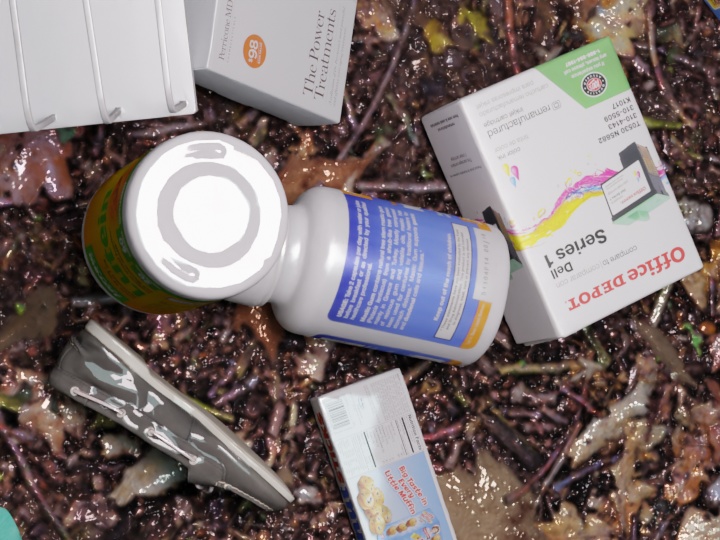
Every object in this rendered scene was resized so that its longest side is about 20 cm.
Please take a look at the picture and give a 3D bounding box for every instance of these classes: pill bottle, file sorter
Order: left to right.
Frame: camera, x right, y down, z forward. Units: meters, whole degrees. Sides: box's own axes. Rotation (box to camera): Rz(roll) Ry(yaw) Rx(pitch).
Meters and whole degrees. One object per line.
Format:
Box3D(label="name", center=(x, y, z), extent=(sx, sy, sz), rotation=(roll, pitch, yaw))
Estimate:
Box3D(label="file sorter", center=(-0.218, -0.160, 1.290), extent=(0.199, 0.125, 0.139), rotation=(-6, 98, -1))
Box3D(label="pill bottle", center=(-0.130, -0.027, 1.343), extent=(0.111, 0.200, 0.111), rotation=(2, 84, -20))
Box3D(label="pill bottle", center=(0.000, 0.000, 1.437), extent=(0.200, 0.112, 0.112), rotation=(13, 80, -19))

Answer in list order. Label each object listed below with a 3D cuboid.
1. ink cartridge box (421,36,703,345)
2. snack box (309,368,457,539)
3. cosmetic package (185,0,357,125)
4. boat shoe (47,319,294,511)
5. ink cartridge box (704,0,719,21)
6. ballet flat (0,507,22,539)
Box3D(label="ink cartridge box", center=(0.159, -0.060, 1.516), extent=(0.145, 0.084, 0.200), rotation=(-25, 94, -21))
Box3D(label="snack box", center=(0.027, 0.180, 1.475), extent=(0.072, 0.024, 0.200), rotation=(-19, 91, -22))
Box3D(label="cosmetic package", center=(-0.065, -0.222, 1.432), extent=(0.151, 0.052, 0.201), rotation=(17, 78, -47))
Box3D(label="boat shoe", center=(-0.138, 0.118, 1.403), extent=(0.200, 0.067, 0.057), rotation=(41, 88, -7))
Box3D(label="ink cartridge box", center=(0.393, -0.213, 1.627), extent=(0.136, 0.076, 0.200), rotation=(-43, 101, -19))
Box3D(label="ballet flat", center=(-0.293, 0.249, 1.324), extent=(0.067, 0.070, 0.200), rotation=(40, 72, -12))
